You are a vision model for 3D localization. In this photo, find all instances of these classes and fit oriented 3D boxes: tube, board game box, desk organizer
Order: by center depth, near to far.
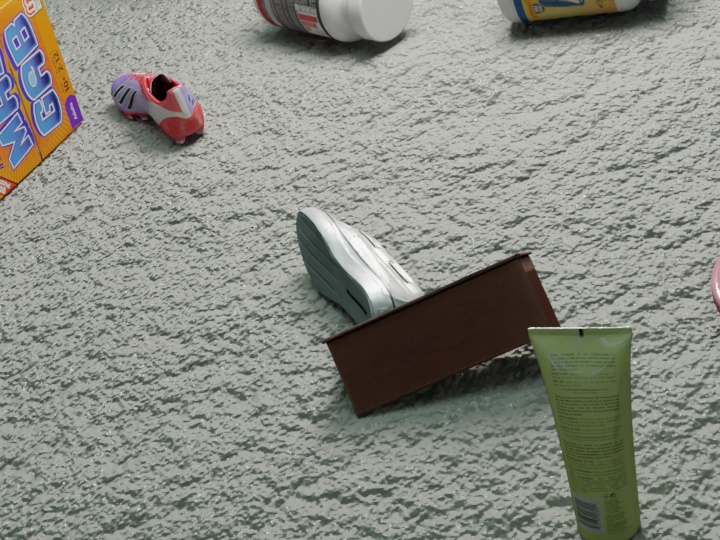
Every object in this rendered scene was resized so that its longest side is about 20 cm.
[{"bbox_3d":[0.180,0.121,1.317,0.058,0.200,0.052,-26,36,-17],"label":"tube"},{"bbox_3d":[0.075,0.057,1.572,0.200,0.077,0.072,-24,-4,13],"label":"desk organizer"},{"bbox_3d":[-0.500,-0.224,2.126,0.199,0.200,0.200,4,36,28],"label":"board game box"}]

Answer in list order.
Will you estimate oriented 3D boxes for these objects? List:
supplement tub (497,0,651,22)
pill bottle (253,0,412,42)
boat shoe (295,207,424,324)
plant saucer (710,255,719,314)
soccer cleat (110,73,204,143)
[{"bbox_3d":[0.269,-0.384,2.116,0.200,0.145,0.145,-4,33,17],"label":"supplement tub"},{"bbox_3d":[-0.037,-0.357,2.226,0.200,0.116,0.116,20,46,42],"label":"pill bottle"},{"bbox_3d":[0.000,0.000,1.716,0.067,0.074,0.200,-11,39,-23],"label":"boat shoe"},{"bbox_3d":[0.413,0.018,1.524,0.200,0.051,0.201,-11,31,7],"label":"plant saucer"},{"bbox_3d":[-0.255,-0.220,2.138,0.067,0.077,0.200,-28,35,-20],"label":"soccer cleat"}]
